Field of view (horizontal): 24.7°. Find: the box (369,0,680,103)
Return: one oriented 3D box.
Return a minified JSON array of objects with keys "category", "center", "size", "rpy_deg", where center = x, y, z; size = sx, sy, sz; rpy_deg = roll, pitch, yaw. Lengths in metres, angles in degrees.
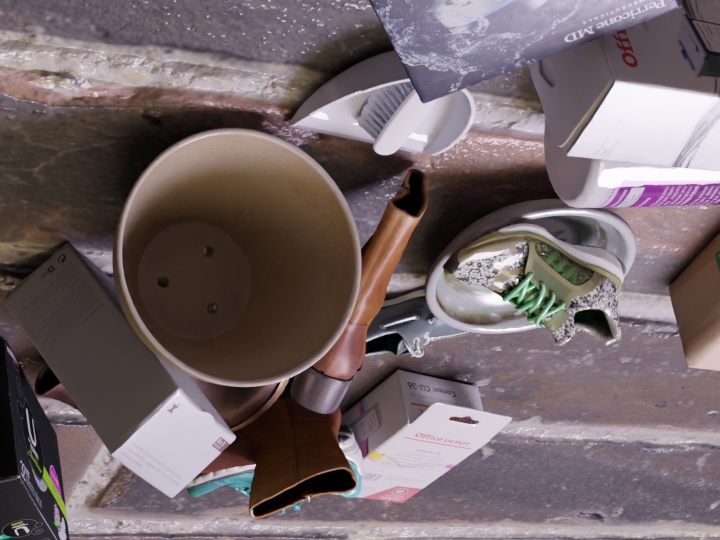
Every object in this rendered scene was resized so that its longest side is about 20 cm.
[{"category":"box","center":[0.092,-0.238,1.084],"size":[0.195,0.118,0.200],"rpy_deg":[-20,148,10]}]

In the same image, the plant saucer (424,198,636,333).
[{"category":"plant saucer","center":[0.151,-0.014,1.511],"size":[0.198,0.051,0.201],"rpy_deg":[-10,148,-6]}]

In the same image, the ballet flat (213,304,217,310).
[{"category":"ballet flat","center":[-0.146,0.052,1.478],"size":[0.199,0.072,0.072],"rpy_deg":[-31,146,6]}]

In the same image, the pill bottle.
[{"category":"pill bottle","center":[0.260,-0.109,1.347],"size":[0.198,0.113,0.113],"rpy_deg":[-2,146,-17]}]

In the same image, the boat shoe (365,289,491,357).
[{"category":"boat shoe","center":[0.037,0.063,1.577],"size":[0.198,0.062,0.073],"rpy_deg":[-6,147,-12]}]

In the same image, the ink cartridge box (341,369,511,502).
[{"category":"ink cartridge box","center":[0.054,0.169,1.742],"size":[0.116,0.068,0.200],"rpy_deg":[13,141,-36]}]

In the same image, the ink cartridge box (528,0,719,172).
[{"category":"ink cartridge box","center":[0.233,-0.156,1.231],"size":[0.198,0.147,0.086],"rpy_deg":[4,142,-26]}]

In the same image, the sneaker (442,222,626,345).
[{"category":"sneaker","center":[0.162,0.019,1.436],"size":[0.199,0.089,0.077],"rpy_deg":[10,141,-32]}]

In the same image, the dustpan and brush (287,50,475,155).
[{"category":"dustpan and brush","center":[0.048,-0.140,1.269],"size":[0.139,0.058,0.200],"rpy_deg":[9,141,-31]}]

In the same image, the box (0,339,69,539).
[{"category":"box","center":[-0.357,0.186,1.539],"size":[0.123,0.149,0.200],"rpy_deg":[-13,148,-2]}]

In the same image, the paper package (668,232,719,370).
[{"category":"paper package","center":[0.430,0.012,1.606],"size":[0.189,0.104,0.200],"rpy_deg":[5,144,-27]}]

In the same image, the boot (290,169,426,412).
[{"category":"boot","center":[0.000,0.000,1.424],"size":[0.068,0.188,0.201],"rpy_deg":[25,109,4]}]

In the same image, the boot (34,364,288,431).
[{"category":"boot","center":[-0.183,0.104,1.548],"size":[0.199,0.073,0.166],"rpy_deg":[-23,149,22]}]

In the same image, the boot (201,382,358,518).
[{"category":"boot","center":[-0.100,0.191,1.593],"size":[0.187,0.200,0.069],"rpy_deg":[-13,113,-1]}]

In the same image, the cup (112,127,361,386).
[{"category":"cup","center":[-0.117,-0.001,1.331],"size":[0.199,0.202,0.143],"rpy_deg":[2,171,-23]}]

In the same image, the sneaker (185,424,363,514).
[{"category":"sneaker","center":[-0.093,0.218,1.717],"size":[0.198,0.080,0.078],"rpy_deg":[-10,-167,18]}]

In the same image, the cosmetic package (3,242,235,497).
[{"category":"cosmetic package","center":[-0.202,0.083,1.381],"size":[0.081,0.200,0.113],"rpy_deg":[-41,143,0]}]
